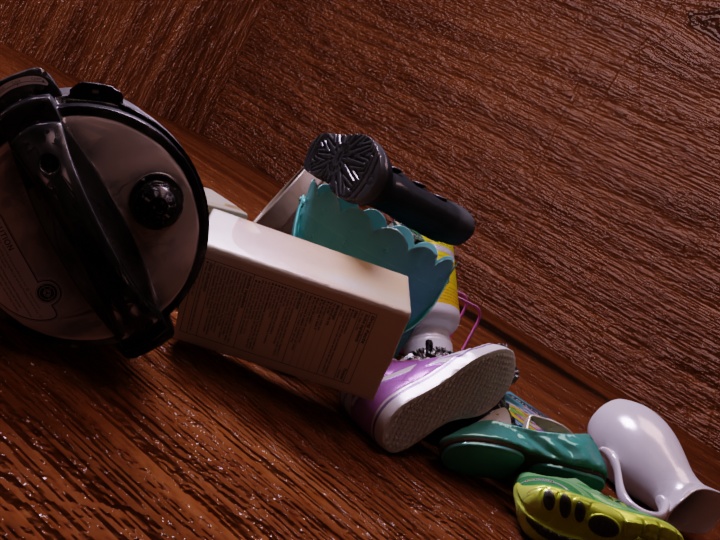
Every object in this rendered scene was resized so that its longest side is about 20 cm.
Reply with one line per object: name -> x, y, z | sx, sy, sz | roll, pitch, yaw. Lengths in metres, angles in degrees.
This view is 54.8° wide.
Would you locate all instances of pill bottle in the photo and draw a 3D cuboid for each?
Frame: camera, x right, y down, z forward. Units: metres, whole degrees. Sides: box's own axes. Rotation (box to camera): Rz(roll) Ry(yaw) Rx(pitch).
pill bottle -> 0.095, 0.033, 1.037 | 0.101, 0.205, 0.105 | -2, -26, -1

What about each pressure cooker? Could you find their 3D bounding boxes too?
pressure cooker -> -0.202, -0.044, 0.511 | 0.173, 0.182, 0.200 | 21, 7, -28

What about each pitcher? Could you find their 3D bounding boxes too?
pitcher -> 0.407, 0.285, 1.017 | 0.168, 0.124, 0.201 | 8, 28, -28

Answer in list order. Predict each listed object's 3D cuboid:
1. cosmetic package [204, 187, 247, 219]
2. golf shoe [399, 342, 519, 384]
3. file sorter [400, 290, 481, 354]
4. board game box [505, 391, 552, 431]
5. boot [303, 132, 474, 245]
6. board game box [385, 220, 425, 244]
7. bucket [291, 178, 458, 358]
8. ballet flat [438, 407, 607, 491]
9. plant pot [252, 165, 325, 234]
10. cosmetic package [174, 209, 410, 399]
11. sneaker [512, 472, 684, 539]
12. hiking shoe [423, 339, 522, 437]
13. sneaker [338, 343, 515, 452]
cosmetic package -> -0.221, -0.049, 0.810 | 0.070, 0.107, 0.199 | 31, 9, 16
golf shoe -> 0.124, 0.154, 0.961 | 0.195, 0.095, 0.080 | 3, 60, -27
file sorter -> 0.098, 0.064, 1.220 | 0.137, 0.128, 0.200 | 25, 8, -33
board game box -> 0.227, 0.224, 0.928 | 0.149, 0.048, 0.199 | 33, 8, 25
boot -> 0.050, -0.074, 0.762 | 0.198, 0.066, 0.165 | 30, 7, -33
board game box -> -0.005, 0.003, 0.987 | 0.024, 0.198, 0.104 | 59, 18, 17
bucket -> 0.000, 0.000, 0.822 | 0.204, 0.137, 0.207 | 28, 7, -4
ballet flat -> 0.167, 0.185, 0.736 | 0.195, 0.068, 0.071 | 15, 43, -13
plant pot -> -0.094, -0.073, 1.274 | 0.173, 0.200, 0.200 | 44, 4, -10
cosmetic package -> -0.061, 0.032, 0.641 | 0.195, 0.107, 0.072 | 20, 27, -9
sneaker -> 0.237, 0.247, 0.688 | 0.197, 0.075, 0.084 | 28, 11, -11
hiking shoe -> 0.145, 0.158, 0.791 | 0.196, 0.103, 0.076 | 26, 0, -8
sneaker -> 0.067, 0.109, 0.734 | 0.197, 0.075, 0.113 | -13, 24, -33
